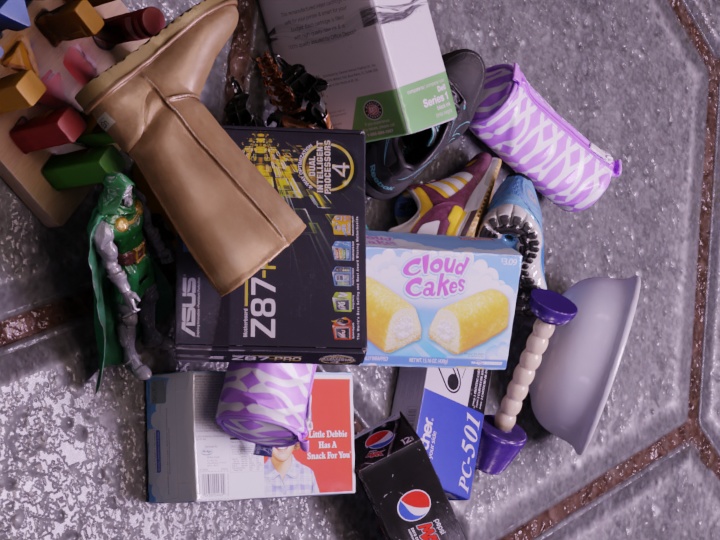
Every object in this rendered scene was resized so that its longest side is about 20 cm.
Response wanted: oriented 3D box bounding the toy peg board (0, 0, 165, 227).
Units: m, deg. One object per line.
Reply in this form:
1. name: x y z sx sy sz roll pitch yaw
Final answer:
1. toy peg board: -0.239 -0.177 1.510 0.199 0.098 0.200 52 52 -29

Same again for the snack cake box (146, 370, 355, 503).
1. snack cake box: -0.096 0.149 1.640 0.200 0.067 0.115 5 80 -46

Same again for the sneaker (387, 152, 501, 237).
1. sneaker: 0.085 -0.072 1.849 0.200 0.090 0.075 -63 167 -60

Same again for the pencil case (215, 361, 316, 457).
1. pencil case: -0.065 0.056 1.572 0.084 0.085 0.200 65 35 -68

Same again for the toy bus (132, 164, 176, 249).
1. toy bus: -0.123 -0.032 1.636 0.200 0.065 0.078 57 48 -24

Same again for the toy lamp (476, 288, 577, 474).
1. toy lamp: 0.164 0.118 1.859 0.058 0.058 0.200 -5 125 -46

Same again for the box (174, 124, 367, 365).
1. box: -0.075 -0.022 1.531 0.161 0.049 0.200 2 73 -4

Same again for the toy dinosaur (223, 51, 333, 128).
1. toy dinosaur: -0.063 -0.121 1.665 0.102 0.200 0.136 -46 145 -5

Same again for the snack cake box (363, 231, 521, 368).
1. snack cake box: 0.042 0.026 1.712 0.200 0.067 0.115 3 105 -18

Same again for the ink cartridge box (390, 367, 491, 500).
1. ink cartridge box: 0.083 0.124 1.842 0.094 0.044 0.200 26 68 -39

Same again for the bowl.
1. bowl: 0.224 0.088 1.931 0.090 0.201 0.201 19 65 3

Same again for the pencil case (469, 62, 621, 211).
1. pencil case: 0.193 -0.140 1.947 0.200 0.085 0.084 34 49 -37

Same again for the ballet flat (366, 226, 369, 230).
1. ballet flat: 0.000 0.000 1.766 0.071 0.069 0.200 -47 115 -18

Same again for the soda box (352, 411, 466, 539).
1. soda box: 0.054 0.239 1.752 0.071 0.063 0.200 -27 118 -6

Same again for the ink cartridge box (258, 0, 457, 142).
1. ink cartridge box: -0.008 -0.222 1.718 0.084 0.146 0.200 -24 103 -46

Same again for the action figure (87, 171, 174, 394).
1. action figure: -0.191 -0.001 1.507 0.200 0.055 0.118 85 28 -42

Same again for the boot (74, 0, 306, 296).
1. boot: -0.114 -0.105 1.486 0.175 0.066 0.200 -41 95 -24

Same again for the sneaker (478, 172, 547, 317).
1. sneaker: 0.163 -0.025 1.869 0.200 0.078 0.090 91 12 -56

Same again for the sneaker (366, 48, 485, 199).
1. sneaker: 0.075 -0.150 1.818 0.075 0.079 0.200 41 64 -10
